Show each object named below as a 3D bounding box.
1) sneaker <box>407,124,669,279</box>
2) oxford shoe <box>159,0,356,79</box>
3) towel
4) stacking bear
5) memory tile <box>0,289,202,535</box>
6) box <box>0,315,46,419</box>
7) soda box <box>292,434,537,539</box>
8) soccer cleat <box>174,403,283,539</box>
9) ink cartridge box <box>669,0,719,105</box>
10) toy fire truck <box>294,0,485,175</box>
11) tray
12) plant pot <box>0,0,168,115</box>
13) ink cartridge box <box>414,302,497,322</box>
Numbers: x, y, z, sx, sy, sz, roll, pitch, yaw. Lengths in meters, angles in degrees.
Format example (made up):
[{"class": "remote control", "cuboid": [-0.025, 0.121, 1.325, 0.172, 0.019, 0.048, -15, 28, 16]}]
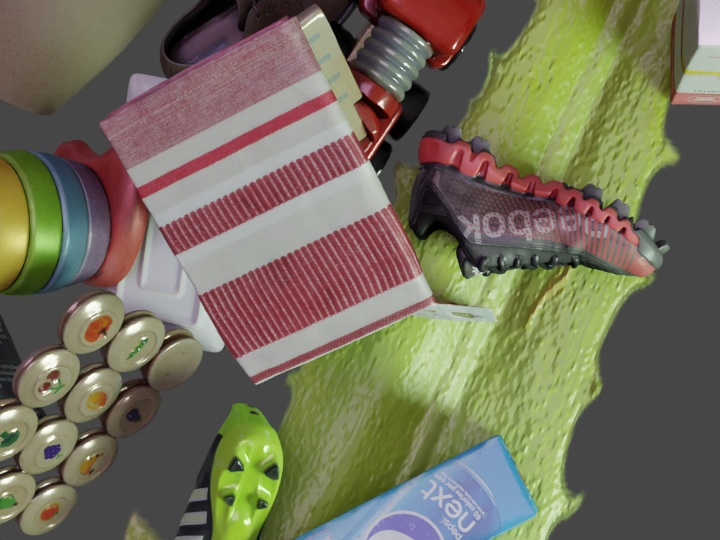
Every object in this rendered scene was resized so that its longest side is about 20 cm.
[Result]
[{"class": "sneaker", "cuboid": [0.122, -0.028, 0.932, 0.199, 0.071, 0.099, 23, 87, 12]}, {"class": "oxford shoe", "cuboid": [-0.067, -0.203, 0.974, 0.199, 0.084, 0.073, -38, 78, 1]}, {"class": "towel", "cuboid": [-0.056, -0.039, 0.800, 0.143, 0.023, 0.202, -24, 105, 17]}, {"class": "stacking bear", "cuboid": [-0.266, -0.038, 0.912, 0.121, 0.199, 0.115, 7, 98, 44]}, {"class": "memory tile", "cuboid": [-0.212, 0.109, 0.927, 0.017, 0.153, 0.200, 41, 92, 31]}, {"class": "box", "cuboid": [-0.376, 0.079, 0.968, 0.198, 0.124, 0.198, -28, 78, 4]}, {"class": "soda box", "cuboid": [0.027, 0.192, 0.922, 0.198, 0.068, 0.065, -28, 80, 4]}, {"class": "soccer cleat", "cuboid": [-0.107, 0.195, 0.946, 0.067, 0.081, 0.202, 18, 107, -18]}, {"class": "ink cartridge box", "cuboid": [0.277, -0.165, 0.859, 0.115, 0.200, 0.068, 2, 84, 9]}, {"class": "toy fire truck", "cuboid": [0.006, -0.151, 0.881, 0.128, 0.200, 0.177, 35, 89, -11]}, {"class": "tray", "cuboid": [-0.143, -0.042, 0.974, 0.106, 0.022, 0.203, 11, 99, 8]}, {"class": "plant pot", "cuboid": [-0.229, -0.228, 0.964, 0.186, 0.187, 0.201, 35, 102, 10]}, {"class": "ink cartridge box", "cuboid": [0.000, 0.000, 0.901, 0.197, 0.160, 0.048, 7, 86, 9]}]
